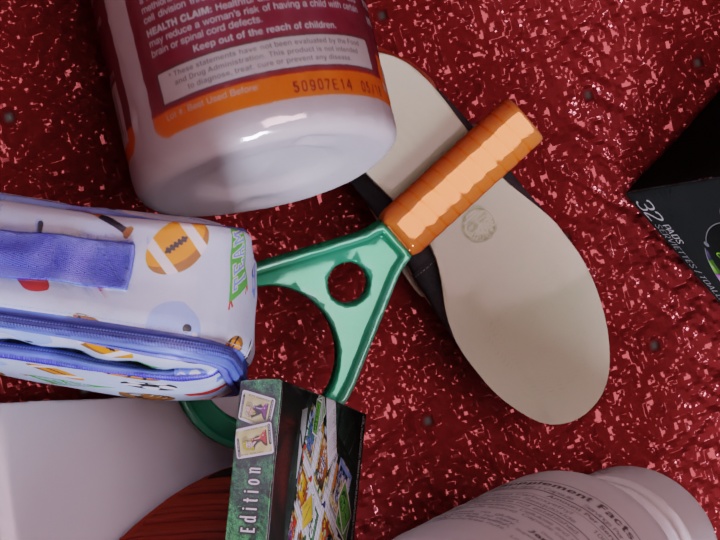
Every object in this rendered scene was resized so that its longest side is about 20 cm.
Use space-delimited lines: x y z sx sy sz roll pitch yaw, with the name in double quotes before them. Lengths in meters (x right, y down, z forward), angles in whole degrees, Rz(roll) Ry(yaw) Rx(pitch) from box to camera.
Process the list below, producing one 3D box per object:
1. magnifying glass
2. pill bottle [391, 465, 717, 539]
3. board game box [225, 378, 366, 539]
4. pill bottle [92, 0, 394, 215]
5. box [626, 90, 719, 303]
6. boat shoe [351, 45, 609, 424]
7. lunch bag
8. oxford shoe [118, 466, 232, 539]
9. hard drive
"magnifying glass" 0.000 0.000 1.290 0.200 0.022 0.080 -43 101 -6
"pill bottle" 0.078 0.150 1.282 0.200 0.114 0.115 -18 96 -58
"board game box" -0.032 0.151 1.219 0.023 0.105 0.201 3 80 18
"pill bottle" -0.061 -0.135 1.251 0.114 0.114 0.201 -8 76 -22
"box" 0.256 -0.010 1.379 0.124 0.148 0.200 -46 104 -18
"boat shoe" 0.045 -0.018 1.341 0.071 0.063 0.200 -38 102 -7
"lunch bag" -0.141 0.006 1.195 0.199 0.160 0.076 7 84 2
"oxford shoe" -0.079 0.164 1.223 0.073 0.071 0.200 59 44 -30
"hard drive" -0.096 0.155 1.264 0.131 0.027 0.201 -1 75 -32
